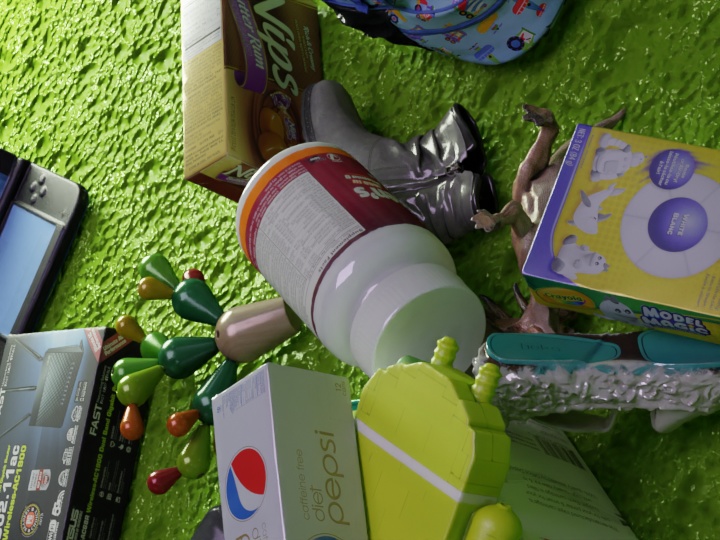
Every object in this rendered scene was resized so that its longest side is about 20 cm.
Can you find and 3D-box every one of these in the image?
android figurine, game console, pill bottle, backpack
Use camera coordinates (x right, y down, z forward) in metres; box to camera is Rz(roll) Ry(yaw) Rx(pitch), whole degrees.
[{"bbox_3d":[0.032,0.141,1.322,0.182,0.041,0.201,28,101,53],"label":"android figurine"},{"bbox_3d":[-0.370,-0.020,2.008,0.170,0.118,0.201,23,90,50],"label":"game console"},{"bbox_3d":[0.000,0.000,1.519,0.110,0.109,0.200,-56,42,11],"label":"pill bottle"},{"bbox_3d":[0.070,-0.253,1.628,0.199,0.134,0.184,24,91,47],"label":"backpack"}]

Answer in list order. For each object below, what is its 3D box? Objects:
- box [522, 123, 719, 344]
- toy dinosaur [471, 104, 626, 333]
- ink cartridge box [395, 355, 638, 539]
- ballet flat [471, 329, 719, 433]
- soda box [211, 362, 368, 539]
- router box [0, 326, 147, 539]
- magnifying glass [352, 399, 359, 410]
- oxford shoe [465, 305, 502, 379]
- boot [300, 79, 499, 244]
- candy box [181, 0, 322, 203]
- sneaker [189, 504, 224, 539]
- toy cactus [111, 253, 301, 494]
[{"bbox_3d":[0.214,-0.017,1.362,0.199,0.048,0.118,13,69,23],"label":"box"},{"bbox_3d":[0.129,-0.026,1.502,0.085,0.136,0.201,14,54,10],"label":"toy dinosaur"},{"bbox_3d":[0.095,0.162,1.389,0.084,0.145,0.200,-52,42,18],"label":"ink cartridge box"},{"bbox_3d":[0.171,0.072,1.377,0.198,0.072,0.072,0,67,6],"label":"ballet flat"},{"bbox_3d":[-0.039,0.163,1.320,0.064,0.068,0.201,-32,56,44],"label":"soda box"},{"bbox_3d":[-0.258,0.151,1.846,0.149,0.062,0.201,-7,67,47],"label":"router box"},{"bbox_3d":[0.027,0.159,1.565,0.200,0.022,0.080,38,100,51],"label":"magnifying glass"},{"bbox_3d":[0.046,0.104,1.511,0.070,0.075,0.201,7,65,42],"label":"oxford shoe"},{"bbox_3d":[0.036,-0.088,1.648,0.130,0.068,0.201,-36,56,25],"label":"boot"},{"bbox_3d":[-0.087,-0.148,1.761,0.056,0.116,0.201,-26,53,37],"label":"candy box"},{"bbox_3d":[-0.136,0.271,1.637,0.074,0.084,0.201,9,79,48],"label":"sneaker"},{"bbox_3d":[-0.122,0.071,1.733,0.164,0.102,0.201,-21,52,17],"label":"toy cactus"}]
